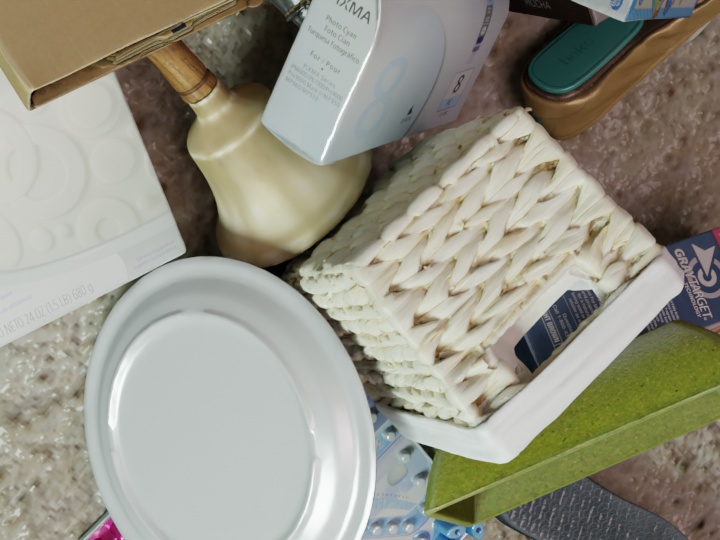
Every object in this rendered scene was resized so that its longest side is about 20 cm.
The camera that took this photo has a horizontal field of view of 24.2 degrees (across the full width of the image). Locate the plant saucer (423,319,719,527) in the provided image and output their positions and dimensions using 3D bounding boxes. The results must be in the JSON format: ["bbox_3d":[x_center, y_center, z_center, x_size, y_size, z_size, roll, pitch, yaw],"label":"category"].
[{"bbox_3d":[0.133,0.087,0.984,0.199,0.200,0.048,-24,77,5],"label":"plant saucer"}]

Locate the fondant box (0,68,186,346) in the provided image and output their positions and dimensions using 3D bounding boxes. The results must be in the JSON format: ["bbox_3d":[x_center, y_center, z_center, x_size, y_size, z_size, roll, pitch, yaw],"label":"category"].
[{"bbox_3d":[-0.197,-0.069,0.880,0.144,0.058,0.200,-28,113,-19],"label":"fondant box"}]

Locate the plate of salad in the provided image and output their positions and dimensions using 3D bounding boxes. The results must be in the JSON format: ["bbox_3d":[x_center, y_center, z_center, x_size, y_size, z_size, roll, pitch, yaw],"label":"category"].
[{"bbox_3d":[-0.071,0.090,0.925,0.048,0.200,0.200,-12,112,-56],"label":"plate of salad"}]

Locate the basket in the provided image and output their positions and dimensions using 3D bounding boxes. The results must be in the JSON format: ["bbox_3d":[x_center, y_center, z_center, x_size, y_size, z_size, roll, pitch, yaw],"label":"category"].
[{"bbox_3d":[0.052,0.006,0.875,0.136,0.200,0.123,-44,98,-11],"label":"basket"}]

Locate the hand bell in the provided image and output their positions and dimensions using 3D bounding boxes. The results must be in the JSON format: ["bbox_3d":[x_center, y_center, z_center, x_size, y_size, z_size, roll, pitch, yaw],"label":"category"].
[{"bbox_3d":[-0.090,-0.104,0.888,0.104,0.104,0.200,-46,124,-10],"label":"hand bell"}]

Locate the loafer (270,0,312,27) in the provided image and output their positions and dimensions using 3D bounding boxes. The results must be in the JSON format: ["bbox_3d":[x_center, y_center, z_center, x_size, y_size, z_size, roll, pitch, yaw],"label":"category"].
[{"bbox_3d":[0.020,-0.201,0.935,0.200,0.073,0.072,-36,96,-20],"label":"loafer"}]

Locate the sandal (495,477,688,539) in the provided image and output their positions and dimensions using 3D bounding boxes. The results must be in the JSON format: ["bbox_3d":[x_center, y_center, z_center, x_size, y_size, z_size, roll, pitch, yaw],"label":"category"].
[{"bbox_3d":[0.163,0.183,1.147,0.200,0.043,0.076,42,75,-19],"label":"sandal"}]

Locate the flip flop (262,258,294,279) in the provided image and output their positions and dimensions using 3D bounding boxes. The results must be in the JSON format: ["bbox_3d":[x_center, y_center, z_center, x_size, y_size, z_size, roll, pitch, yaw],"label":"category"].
[{"bbox_3d":[0.000,0.000,1.003,0.200,0.058,0.081,-19,100,-5],"label":"flip flop"}]

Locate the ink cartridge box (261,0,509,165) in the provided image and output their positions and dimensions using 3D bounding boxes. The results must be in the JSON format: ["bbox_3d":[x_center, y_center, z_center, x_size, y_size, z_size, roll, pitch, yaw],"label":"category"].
[{"bbox_3d":[0.041,-0.159,0.873,0.160,0.047,0.200,-24,146,-58],"label":"ink cartridge box"}]

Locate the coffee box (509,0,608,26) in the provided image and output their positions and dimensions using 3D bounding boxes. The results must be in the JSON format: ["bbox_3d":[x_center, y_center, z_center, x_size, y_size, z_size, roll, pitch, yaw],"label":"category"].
[{"bbox_3d":[0.174,-0.228,0.997,0.200,0.113,0.080,-31,115,-18],"label":"coffee box"}]

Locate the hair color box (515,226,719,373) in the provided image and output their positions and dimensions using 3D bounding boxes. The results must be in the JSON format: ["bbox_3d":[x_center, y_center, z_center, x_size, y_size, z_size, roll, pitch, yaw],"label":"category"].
[{"bbox_3d":[0.171,0.030,1.064,0.200,0.100,0.061,-18,78,-22],"label":"hair color box"}]

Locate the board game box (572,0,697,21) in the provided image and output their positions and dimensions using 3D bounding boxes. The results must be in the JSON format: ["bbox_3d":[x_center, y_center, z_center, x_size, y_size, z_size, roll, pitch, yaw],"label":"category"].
[{"bbox_3d":[0.174,-0.226,0.849,0.134,0.034,0.200,-18,131,-64],"label":"board game box"}]

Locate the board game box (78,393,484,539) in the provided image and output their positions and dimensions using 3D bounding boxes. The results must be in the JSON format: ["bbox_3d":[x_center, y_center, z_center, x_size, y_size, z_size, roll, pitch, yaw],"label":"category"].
[{"bbox_3d":[-0.041,0.167,1.040,0.200,0.026,0.200,-44,118,-10],"label":"board game box"}]

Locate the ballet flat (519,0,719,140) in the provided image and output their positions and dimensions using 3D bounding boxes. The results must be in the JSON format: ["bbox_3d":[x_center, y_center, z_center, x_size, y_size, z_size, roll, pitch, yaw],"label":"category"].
[{"bbox_3d":[0.179,-0.157,1.058,0.200,0.069,0.063,-39,145,-11],"label":"ballet flat"}]

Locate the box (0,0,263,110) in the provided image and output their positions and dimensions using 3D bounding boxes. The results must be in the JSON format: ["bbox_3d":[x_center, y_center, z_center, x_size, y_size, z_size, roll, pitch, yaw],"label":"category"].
[{"bbox_3d":[-0.141,-0.192,0.826,0.163,0.021,0.200,-29,74,-19],"label":"box"}]
